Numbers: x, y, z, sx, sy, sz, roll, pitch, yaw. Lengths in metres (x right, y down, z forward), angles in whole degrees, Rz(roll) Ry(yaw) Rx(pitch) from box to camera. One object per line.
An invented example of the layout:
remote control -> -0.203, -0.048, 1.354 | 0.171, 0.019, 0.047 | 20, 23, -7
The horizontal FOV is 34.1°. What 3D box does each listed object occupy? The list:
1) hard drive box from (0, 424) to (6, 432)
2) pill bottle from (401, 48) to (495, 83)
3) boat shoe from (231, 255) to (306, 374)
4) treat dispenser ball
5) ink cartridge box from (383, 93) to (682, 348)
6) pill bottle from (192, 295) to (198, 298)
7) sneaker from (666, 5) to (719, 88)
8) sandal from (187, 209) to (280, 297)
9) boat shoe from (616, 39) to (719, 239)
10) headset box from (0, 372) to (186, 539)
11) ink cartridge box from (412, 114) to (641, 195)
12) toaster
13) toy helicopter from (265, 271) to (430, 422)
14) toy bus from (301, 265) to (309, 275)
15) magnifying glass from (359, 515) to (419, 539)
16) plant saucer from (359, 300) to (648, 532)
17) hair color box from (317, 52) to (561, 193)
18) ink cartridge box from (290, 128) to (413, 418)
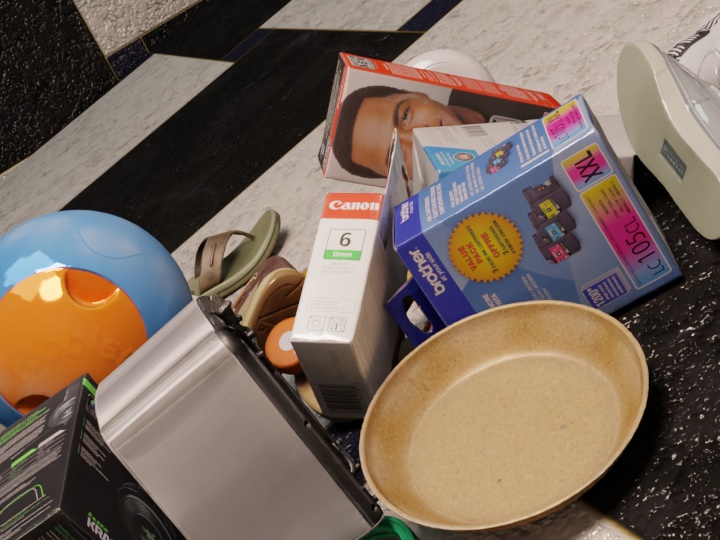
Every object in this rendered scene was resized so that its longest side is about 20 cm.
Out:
hard drive box -> -0.347, 0.177, 1.149 | 0.199, 0.156, 0.077 | -28, 25, 22
pill bottle -> 0.079, -0.161, 1.164 | 0.112, 0.113, 0.200 | -35, 8, 5
boat shoe -> -0.109, 0.078, 1.031 | 0.201, 0.072, 0.072 | -63, 33, 12
treat dispenser ball -> -0.240, 0.050, 1.002 | 0.200, 0.201, 0.201 | -30, 24, 15
ink cartridge box -> 0.114, -0.014, 0.870 | 0.199, 0.137, 0.077 | -30, 22, 17
pill bottle -> -0.230, 0.091, 1.195 | 0.199, 0.111, 0.111 | -12, 34, 44
sneaker -> 0.325, -0.179, 0.950 | 0.114, 0.075, 0.200 | -8, 33, 53
sandal -> -0.172, -0.003, 1.351 | 0.200, 0.057, 0.080 | -39, 24, -3
boat shoe -> 0.254, -0.100, 0.873 | 0.071, 0.070, 0.202 | -6, 47, -14
headset box -> -0.189, 0.199, 0.865 | 0.092, 0.175, 0.200 | -34, 22, 7
ink cartridge box -> 0.149, -0.077, 0.963 | 0.198, 0.068, 0.116 | -5, 24, -6
toaster -> -0.093, 0.114, 0.832 | 0.118, 0.201, 0.181 | -39, 14, -7
toy helicopter -> 0.025, 0.037, 0.971 | 0.132, 0.079, 0.201 | 25, 75, 39
toy bus -> 0.012, -0.008, 1.091 | 0.200, 0.065, 0.078 | -43, 24, -13
magnifying glass -> 0.035, 0.202, 0.738 | 0.080, 0.022, 0.199 | -48, 24, -23
plant saucer -> 0.097, 0.100, 0.778 | 0.199, 0.036, 0.201 | -20, 34, 14
hair color box -> 0.070, -0.119, 1.030 | 0.061, 0.198, 0.102 | -109, 29, -66
ink cartridge box -> 0.000, 0.000, 0.904 | 0.050, 0.109, 0.201 | 1, 55, 15
